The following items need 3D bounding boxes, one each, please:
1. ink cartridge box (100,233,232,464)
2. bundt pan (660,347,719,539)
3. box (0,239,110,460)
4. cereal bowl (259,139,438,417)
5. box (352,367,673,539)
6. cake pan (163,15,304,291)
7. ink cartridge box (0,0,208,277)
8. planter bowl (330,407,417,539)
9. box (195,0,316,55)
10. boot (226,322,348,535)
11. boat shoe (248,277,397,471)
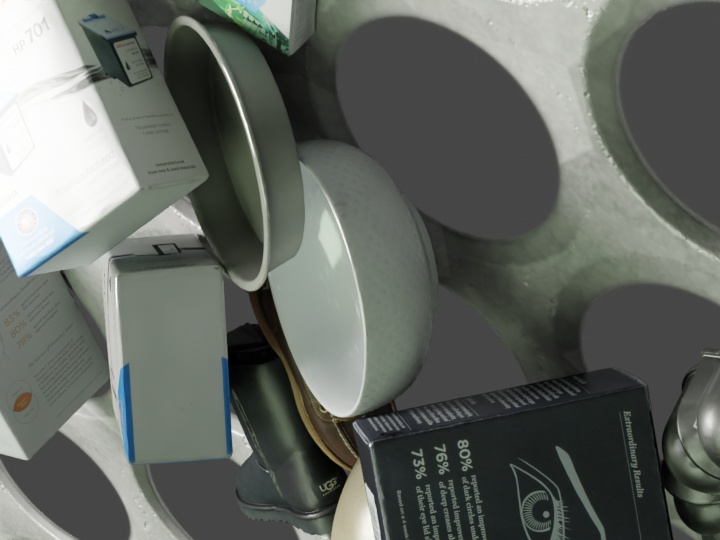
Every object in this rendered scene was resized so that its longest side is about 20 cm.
[{"bbox_3d":[-0.152,0.057,1.752,0.200,0.083,0.147,-146,51,-78],"label":"ink cartridge box"},{"bbox_3d":[0.284,0.146,1.515,0.201,0.076,0.203,28,145,22],"label":"bundt pan"},{"bbox_3d":[-0.328,0.049,2.024,0.097,0.124,0.201,9,133,42],"label":"box"},{"bbox_3d":[0.000,0.000,1.616,0.200,0.083,0.202,166,90,-72],"label":"cereal bowl"},{"bbox_3d":[0.106,0.161,1.559,0.104,0.198,0.149,-145,45,-82],"label":"box"},{"bbox_3d":[-0.089,-0.086,1.615,0.200,0.036,0.202,164,90,-71],"label":"cake pan"},{"bbox_3d":[-0.220,-0.118,1.654,0.146,0.086,0.201,-33,80,34],"label":"ink cartridge box"},{"bbox_3d":[0.068,0.177,1.703,0.199,0.199,0.136,3,104,45],"label":"planter bowl"},{"bbox_3d":[-0.114,-0.248,1.537,0.199,0.036,0.145,33,146,18],"label":"box"},{"bbox_3d":[-0.075,0.123,1.885,0.200,0.076,0.169,7,120,68],"label":"boot"},{"bbox_3d":[-0.018,0.078,1.769,0.070,0.070,0.201,-1,127,50],"label":"boat shoe"}]
